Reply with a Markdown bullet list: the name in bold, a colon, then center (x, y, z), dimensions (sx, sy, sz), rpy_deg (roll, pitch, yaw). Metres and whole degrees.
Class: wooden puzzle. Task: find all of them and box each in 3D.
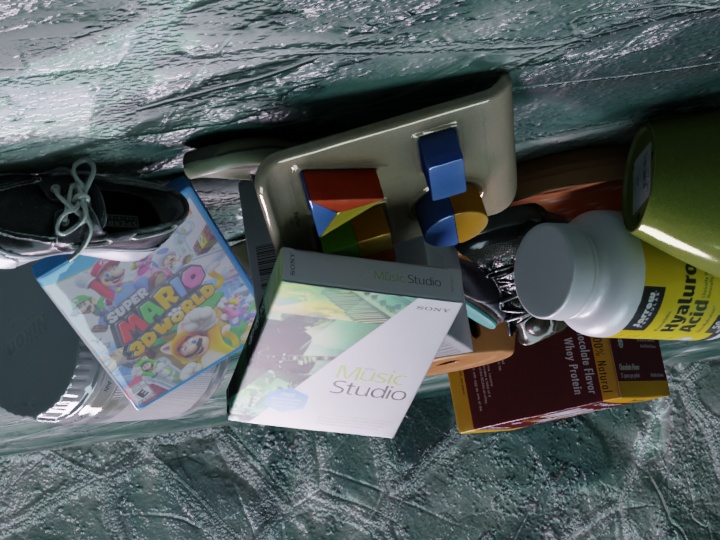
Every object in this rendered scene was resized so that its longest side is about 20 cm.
- **wooden puzzle**: center (0.028, -0.054, 1.457), dimensions (0.199, 0.046, 0.185), rpy_deg (-21, 155, -3)

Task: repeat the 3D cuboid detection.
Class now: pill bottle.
- **pill bottle**: center (0.235, 0.004, 1.708), dimensions (0.199, 0.112, 0.111), rpy_deg (2, 166, -33)

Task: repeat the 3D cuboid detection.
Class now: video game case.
- **video game case**: center (-0.165, 0.023, 1.610), dimensions (0.143, 0.018, 0.200), rpy_deg (-31, 139, -2)

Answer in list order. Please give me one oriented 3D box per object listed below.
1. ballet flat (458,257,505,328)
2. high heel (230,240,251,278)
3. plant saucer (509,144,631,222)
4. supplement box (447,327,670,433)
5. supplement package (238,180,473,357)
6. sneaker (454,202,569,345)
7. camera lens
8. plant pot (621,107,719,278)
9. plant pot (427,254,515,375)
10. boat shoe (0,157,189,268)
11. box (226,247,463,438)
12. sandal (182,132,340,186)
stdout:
- **ballet flat**: center (0.057, -0.018, 1.828), dimensions (0.199, 0.073, 0.073), rpy_deg (28, 167, -2)
- **high heel**: center (-0.029, 0.031, 1.869), dimensions (0.199, 0.072, 0.143), rpy_deg (14, 155, 24)
- **plant saucer**: center (0.194, -0.076, 1.781), dimensions (0.199, 0.038, 0.200), rpy_deg (-9, 171, -1)
- **supplement box**: center (0.205, 0.063, 2.144), dimensions (0.199, 0.198, 0.133), rpy_deg (-16, 170, 30)
- **supplement package**: center (0.000, 0.000, 1.670), dimensions (0.150, 0.153, 0.200), rpy_deg (-10, 171, 10)
- **sneaker**: center (0.144, 0.003, 1.749), dimensions (0.076, 0.115, 0.199), rpy_deg (-15, 168, 22)
- **camera lens**: center (-0.225, 0.055, 1.753), dimensions (0.159, 0.161, 0.199), rpy_deg (-17, 168, 38)
- **plant pot**: center (0.326, -0.065, 1.633), dimensions (0.199, 0.188, 0.187), rpy_deg (8, 168, -8)
- **plant pot**: center (0.078, 0.028, 1.978), dimensions (0.199, 0.141, 0.200), rpy_deg (-10, 171, -2)
- **boat shoe**: center (-0.213, -0.042, 1.439), dimensions (0.199, 0.074, 0.068), rpy_deg (8, 153, -42)
- **box**: center (-0.016, 0.060, 1.533), dimensions (0.143, 0.036, 0.200), rpy_deg (7, 141, -13)
- **sandal**: center (-0.046, -0.069, 1.497), dimensions (0.200, 0.058, 0.080), rpy_deg (-4, 169, -35)
